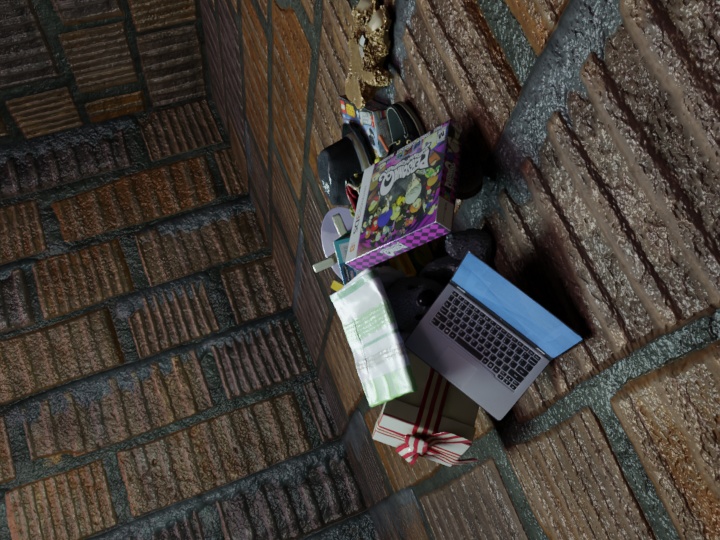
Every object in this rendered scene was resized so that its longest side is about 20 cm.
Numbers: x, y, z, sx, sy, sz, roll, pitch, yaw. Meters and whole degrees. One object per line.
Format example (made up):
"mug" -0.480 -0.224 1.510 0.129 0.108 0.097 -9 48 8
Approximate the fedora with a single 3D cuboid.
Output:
"fedora" -0.036 -0.202 1.445 0.201 0.091 0.202 161 90 -77

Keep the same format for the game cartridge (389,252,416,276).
"game cartridge" 0.074 0.026 1.390 0.177 0.032 0.201 -114 12 -45

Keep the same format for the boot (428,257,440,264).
"boot" 0.156 0.094 1.324 0.183 0.072 0.200 65 158 20

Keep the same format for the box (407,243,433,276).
"box" 0.085 -0.079 1.398 0.117 0.048 0.201 123 129 -72

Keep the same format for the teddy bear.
"teddy bear" 0.021 -0.393 1.251 0.145 0.066 0.201 41 140 47

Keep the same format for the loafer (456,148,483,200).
"loafer" 0.137 -0.152 1.091 0.071 0.073 0.200 66 174 -31

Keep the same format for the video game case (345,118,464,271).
"video game case" 0.064 -0.108 1.034 0.200 0.036 0.182 -23 48 47

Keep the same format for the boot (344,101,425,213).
"boot" 0.043 -0.186 1.199 0.073 0.153 0.205 142 110 -70

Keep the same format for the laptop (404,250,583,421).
"laptop" 0.176 0.100 0.980 0.187 0.200 0.116 38 -163 9

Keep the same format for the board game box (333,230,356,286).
"board game box" 0.000 0.000 1.368 0.200 0.047 0.152 -51 -52 -79

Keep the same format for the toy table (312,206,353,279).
"toy table" -0.024 -0.049 1.616 0.200 0.183 0.117 55 -177 -6

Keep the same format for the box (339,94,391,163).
"box" 0.017 -0.280 1.422 0.200 0.040 0.138 -133 28 -59

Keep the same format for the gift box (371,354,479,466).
"gift box" 0.137 0.249 1.252 0.185 0.199 0.187 92 -162 -61

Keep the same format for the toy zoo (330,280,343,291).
"toy zoo" 0.020 0.068 1.586 0.200 0.131 0.021 25 91 48

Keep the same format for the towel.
"towel" 0.017 0.109 1.100 0.149 0.031 0.201 -39 67 59

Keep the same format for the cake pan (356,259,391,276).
"cake pan" 0.034 0.058 1.238 0.200 0.036 0.202 -10 -90 -76

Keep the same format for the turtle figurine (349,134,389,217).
"turtle figurine" 0.055 -0.141 1.316 0.161 0.064 0.201 -38 80 29

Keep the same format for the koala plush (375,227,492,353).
"koala plush" 0.115 0.049 1.127 0.184 0.199 0.178 144 107 -75
